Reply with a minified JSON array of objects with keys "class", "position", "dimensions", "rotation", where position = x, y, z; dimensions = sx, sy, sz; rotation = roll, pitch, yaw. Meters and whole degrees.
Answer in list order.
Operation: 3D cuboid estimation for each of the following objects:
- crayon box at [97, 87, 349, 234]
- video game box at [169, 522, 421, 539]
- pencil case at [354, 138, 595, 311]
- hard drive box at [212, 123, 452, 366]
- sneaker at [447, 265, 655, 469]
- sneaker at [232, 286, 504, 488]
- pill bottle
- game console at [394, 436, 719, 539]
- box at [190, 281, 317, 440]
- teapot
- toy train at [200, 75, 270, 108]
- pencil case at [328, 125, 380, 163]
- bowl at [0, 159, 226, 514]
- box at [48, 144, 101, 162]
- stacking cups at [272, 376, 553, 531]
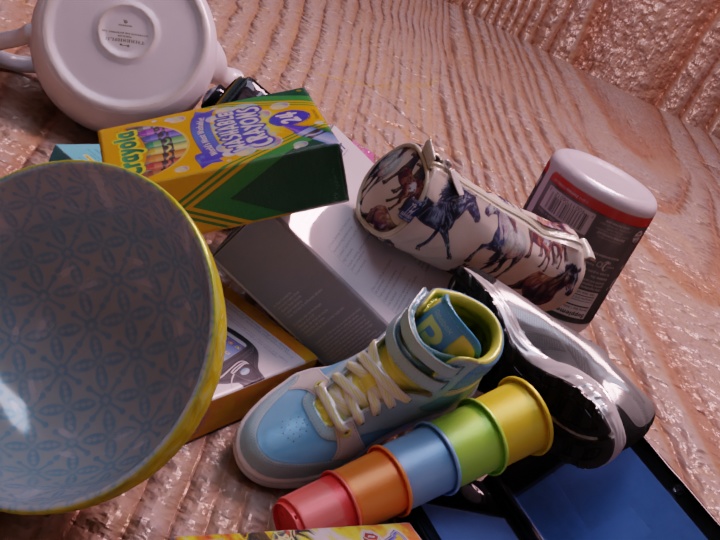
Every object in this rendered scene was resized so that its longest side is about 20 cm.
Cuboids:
[{"class":"crayon box","position":[-0.121,-0.075,0.852],"dimensions":[0.199,0.052,0.126],"rotation":[-14,30,-9]},{"class":"video game box","position":[0.004,0.224,0.623],"dimensions":[0.182,0.047,0.200],"rotation":[10,28,-42]},{"class":"pencil case","position":[0.097,-0.032,0.930],"dimensions":[0.200,0.089,0.078],"rotation":[24,53,-33]},{"class":"hard drive box","position":[0.000,0.000,0.939],"dimensions":[0.200,0.077,0.156],"rotation":[45,36,-8]},{"class":"sneaker","position":[0.134,0.067,0.858],"dimensions":[0.079,0.074,0.200],"rotation":[-12,44,-38]},{"class":"sneaker","position":[0.010,0.071,0.775],"dimensions":[0.199,0.131,0.080],"rotation":[-24,70,-28]},{"class":"pill bottle","position":[0.197,-0.009,1.137],"dimensions":[0.115,0.201,0.116],"rotation":[22,23,-10]},{"class":"game console","position":[0.135,0.176,0.773],"dimensions":[0.172,0.119,0.200],"rotation":[19,23,-35]},{"class":"box","position":[-0.133,0.064,0.825],"dimensions":[0.119,0.042,0.200],"rotation":[37,26,21]},{"class":"teapot","position":[-0.246,-0.220,1.173],"dimensions":[0.200,0.197,0.146],"rotation":[46,-16,-4]},{"class":"toy train","position":[-0.074,-0.112,1.137],"dimensions":[0.200,0.085,0.114],"rotation":[42,-7,-12]},{"class":"pencil case","position":[-0.008,-0.076,1.057],"dimensions":[0.200,0.087,0.083],"rotation":[32,30,-14]},{"class":"bowl","position":[-0.161,0.047,0.679],"dimensions":[0.200,0.200,0.108],"rotation":[36,-6,20]},{"class":"box","position":[-0.187,-0.076,1.047],"dimensions":[0.082,0.049,0.200],"rotation":[38,25,24]},{"class":"stacking cups","position":[0.037,0.136,0.761],"dimensions":[0.199,0.061,0.061],"rotation":[-23,49,-29]}]
